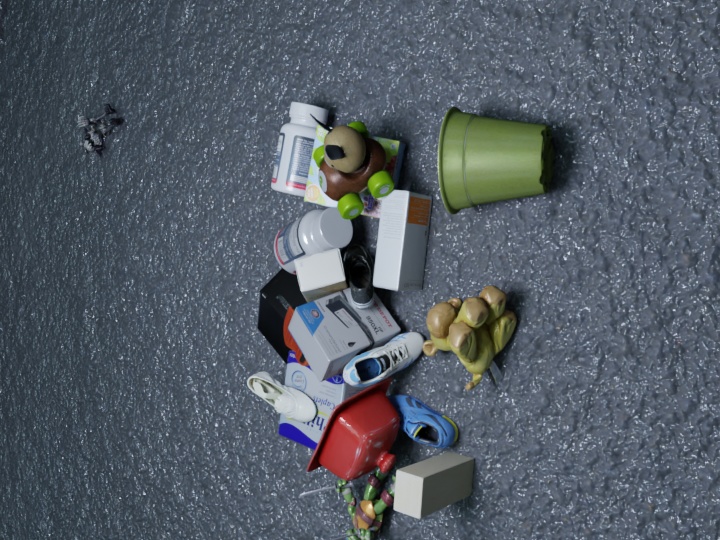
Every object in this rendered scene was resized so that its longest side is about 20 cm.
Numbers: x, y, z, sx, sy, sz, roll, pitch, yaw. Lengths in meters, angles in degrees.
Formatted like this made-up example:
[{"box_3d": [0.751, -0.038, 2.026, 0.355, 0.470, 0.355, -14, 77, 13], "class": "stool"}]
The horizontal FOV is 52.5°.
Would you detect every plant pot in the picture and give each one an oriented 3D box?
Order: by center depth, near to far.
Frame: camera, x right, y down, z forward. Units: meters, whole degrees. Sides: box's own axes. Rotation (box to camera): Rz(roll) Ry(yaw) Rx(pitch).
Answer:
[{"box_3d": [0.264, -0.208, 1.378, 0.185, 0.199, 0.207, 3, 90, 24], "class": "plant pot"}]

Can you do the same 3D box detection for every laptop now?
[{"box_3d": [-0.157, 0.111, 1.794, 0.200, 0.116, 0.187, -45, 60, -4], "class": "laptop"}]

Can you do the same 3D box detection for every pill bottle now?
[{"box_3d": [-0.104, -0.070, 1.657, 0.198, 0.117, 0.123, -21, 75, 53], "class": "pill bottle"}, {"box_3d": [-0.135, -0.281, 1.710, 0.118, 0.118, 0.206, 17, 99, 37], "class": "pill bottle"}]

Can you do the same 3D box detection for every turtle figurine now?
[{"box_3d": [0.000, 0.497, 1.558, 0.198, 0.144, 0.196, 36, 93, -12], "class": "turtle figurine"}]

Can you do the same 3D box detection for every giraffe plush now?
[{"box_3d": [0.199, 0.117, 1.444, 0.161, 0.171, 0.204, 27, 139, 45], "class": "giraffe plush"}]

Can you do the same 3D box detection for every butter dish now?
[{"box_3d": [0.013, 0.354, 1.506, 0.147, 0.198, 0.203, 40, 124, 25], "class": "butter dish"}]

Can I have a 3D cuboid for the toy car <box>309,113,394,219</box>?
[{"box_3d": [-0.044, -0.229, 1.463, 0.156, 0.199, 0.167, -33, 65, 13], "class": "toy car"}]

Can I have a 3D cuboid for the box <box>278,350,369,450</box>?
[{"box_3d": [-0.081, 0.298, 1.669, 0.181, 0.104, 0.206, 11, 96, 38], "class": "box"}]

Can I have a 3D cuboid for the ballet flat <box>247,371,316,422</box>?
[{"box_3d": [-0.185, 0.289, 1.647, 0.197, 0.069, 0.071, 25, 104, 37], "class": "ballet flat"}]

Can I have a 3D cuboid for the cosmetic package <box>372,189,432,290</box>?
[{"box_3d": [0.089, -0.063, 1.546, 0.070, 0.100, 0.206, 9, 95, 36], "class": "cosmetic package"}]

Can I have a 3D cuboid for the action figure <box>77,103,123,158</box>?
[{"box_3d": [-0.838, -0.434, 2.293, 0.198, 0.101, 0.121, -36, 80, 30], "class": "action figure"}]

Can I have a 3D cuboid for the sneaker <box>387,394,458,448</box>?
[{"box_3d": [0.110, 0.315, 1.535, 0.197, 0.077, 0.068, 20, 103, 38], "class": "sneaker"}]

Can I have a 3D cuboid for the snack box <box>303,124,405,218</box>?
[{"box_3d": [-0.014, -0.217, 1.614, 0.195, 0.067, 0.174, 13, 97, 16], "class": "snack box"}]

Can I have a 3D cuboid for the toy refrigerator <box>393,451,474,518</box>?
[{"box_3d": [0.144, 0.415, 1.426, 0.069, 0.198, 0.078, 6, 93, 37], "class": "toy refrigerator"}]

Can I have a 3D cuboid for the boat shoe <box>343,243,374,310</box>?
[{"box_3d": [0.000, 0.000, 1.589, 0.203, 0.066, 0.058, -100, 6, -49], "class": "boat shoe"}]

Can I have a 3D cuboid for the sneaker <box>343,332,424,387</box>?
[{"box_3d": [0.057, 0.187, 1.516, 0.072, 0.196, 0.074, -6, 106, 67], "class": "sneaker"}]

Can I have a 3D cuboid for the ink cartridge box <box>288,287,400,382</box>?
[{"box_3d": [-0.034, 0.127, 1.567, 0.146, 0.197, 0.085, 54, 142, 24], "class": "ink cartridge box"}]

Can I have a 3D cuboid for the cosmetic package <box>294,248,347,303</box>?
[{"box_3d": [-0.082, 0.019, 1.607, 0.102, 0.200, 0.073, -14, 78, 0], "class": "cosmetic package"}]

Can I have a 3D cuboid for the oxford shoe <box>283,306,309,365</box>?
[{"box_3d": [-0.124, 0.152, 1.655, 0.073, 0.071, 0.201, -67, 31, 24], "class": "oxford shoe"}]
